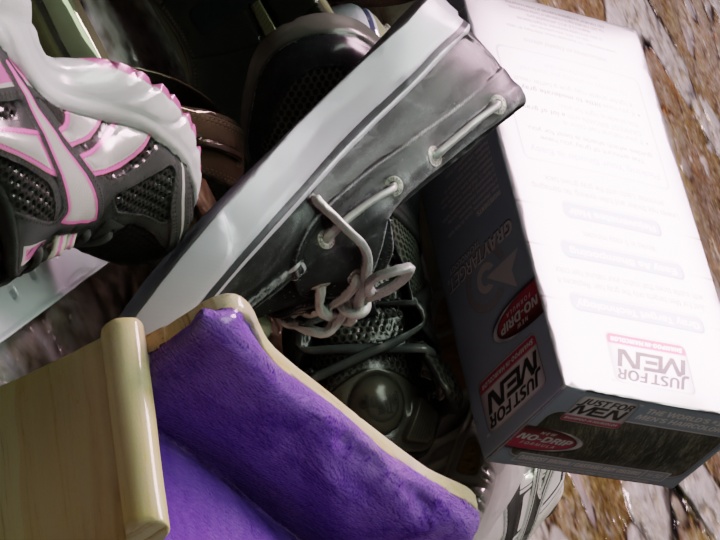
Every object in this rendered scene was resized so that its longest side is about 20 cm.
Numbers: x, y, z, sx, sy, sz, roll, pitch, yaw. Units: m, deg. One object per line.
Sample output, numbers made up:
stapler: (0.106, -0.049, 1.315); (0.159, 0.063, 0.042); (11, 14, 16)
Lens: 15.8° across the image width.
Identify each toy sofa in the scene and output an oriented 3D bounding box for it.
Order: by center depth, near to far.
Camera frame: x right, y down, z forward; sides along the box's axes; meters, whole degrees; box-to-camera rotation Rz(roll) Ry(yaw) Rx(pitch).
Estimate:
toy sofa: (-0.034, 0.097, 0.907); (0.200, 0.097, 0.083); (43, 30, -48)

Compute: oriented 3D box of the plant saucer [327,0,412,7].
plant saucer: (-0.049, -0.190, 1.164); (0.200, 0.032, 0.200); (47, -10, 11)

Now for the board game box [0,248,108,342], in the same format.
board game box: (-0.166, -0.067, 0.865); (0.200, 0.026, 0.200); (63, 21, -7)

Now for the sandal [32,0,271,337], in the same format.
sandal: (-0.076, -0.054, 0.978); (0.201, 0.057, 0.080); (65, -5, -25)

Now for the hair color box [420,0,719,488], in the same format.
hair color box: (0.084, -0.015, 1.067); (0.099, 0.061, 0.200); (11, 51, -32)

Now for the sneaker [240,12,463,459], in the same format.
sneaker: (0.000, 0.000, 1.026); (0.114, 0.076, 0.200); (-112, -165, -52)

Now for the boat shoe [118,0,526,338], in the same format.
boat shoe: (-0.015, -0.013, 0.939); (0.068, 0.074, 0.199); (45, 62, -4)

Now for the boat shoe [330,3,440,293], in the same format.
boat shoe: (0.027, -0.029, 1.180); (0.072, 0.062, 0.201); (-127, -159, -70)

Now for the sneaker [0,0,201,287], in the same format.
sneaker: (-0.118, -0.029, 0.819); (0.200, 0.080, 0.087); (35, 56, -60)

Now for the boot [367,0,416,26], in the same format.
boot: (0.023, -0.097, 1.311); (0.200, 0.068, 0.131); (63, 26, -3)

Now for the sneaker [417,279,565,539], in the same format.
sneaker: (0.063, 0.060, 1.145); (0.200, 0.075, 0.088); (-59, 145, -18)

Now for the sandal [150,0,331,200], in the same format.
sandal: (-0.046, -0.100, 1.112); (0.057, 0.080, 0.202); (31, 36, -84)
